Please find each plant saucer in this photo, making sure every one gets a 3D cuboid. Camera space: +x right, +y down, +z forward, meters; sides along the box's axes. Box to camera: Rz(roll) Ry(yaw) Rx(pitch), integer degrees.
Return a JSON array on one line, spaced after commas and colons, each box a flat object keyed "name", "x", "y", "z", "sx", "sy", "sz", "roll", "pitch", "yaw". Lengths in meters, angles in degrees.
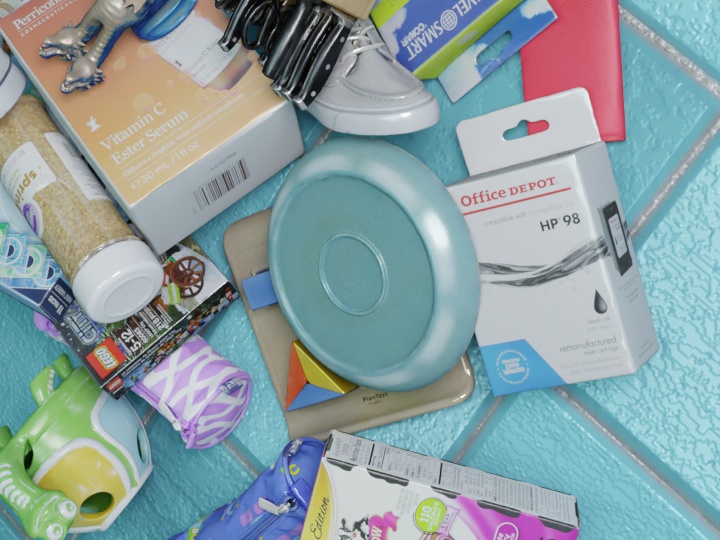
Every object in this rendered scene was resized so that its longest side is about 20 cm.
[{"name": "plant saucer", "x": 0.000, "y": 0.000, "z": 1.005, "sx": 0.200, "sy": 0.027, "sz": 0.201, "roll": 13, "pitch": 112, "yaw": 35}]

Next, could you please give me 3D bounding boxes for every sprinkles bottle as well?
[{"name": "sprinkles bottle", "x": -0.233, "y": -0.051, "z": 1.057, "sx": 0.200, "sy": 0.068, "sz": 0.068, "roll": 51, "pitch": 118, "yaw": 24}]

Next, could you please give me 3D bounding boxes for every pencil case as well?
[{"name": "pencil case", "x": -0.088, "y": 0.217, "z": 1.120, "sx": 0.200, "sy": 0.087, "sz": 0.078, "roll": -41, "pitch": 81, "yaw": 31}, {"name": "pencil case", "x": -0.186, "y": 0.078, "z": 1.162, "sx": 0.200, "sy": 0.085, "sz": 0.084, "roll": 34, "pitch": 139, "yaw": 24}]

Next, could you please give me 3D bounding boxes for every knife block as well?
[{"name": "knife block", "x": -0.014, "y": -0.218, "z": 0.932, "sx": 0.199, "sy": 0.064, "sz": 0.176, "roll": -19, "pitch": 71, "yaw": 32}]

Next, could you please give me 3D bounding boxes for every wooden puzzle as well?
[{"name": "wooden puzzle", "x": -0.019, "y": 0.032, "z": 1.082, "sx": 0.185, "sy": 0.046, "sz": 0.201, "roll": -19, "pitch": 87, "yaw": 31}]

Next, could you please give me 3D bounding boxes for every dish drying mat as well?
[{"name": "dish drying mat", "x": 0.151, "y": -0.192, "z": 0.969, "sx": 0.077, "sy": 0.018, "sz": 0.201, "roll": -2, "pitch": 95, "yaw": 31}]

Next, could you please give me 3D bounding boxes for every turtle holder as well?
[{"name": "turtle holder", "x": -0.252, "y": 0.161, "z": 1.164, "sx": 0.132, "sy": 0.185, "sz": 0.141, "roll": 40, "pitch": 76, "yaw": -5}]

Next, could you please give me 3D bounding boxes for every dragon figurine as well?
[{"name": "dragon figurine", "x": -0.155, "y": -0.211, "z": 0.990, "sx": 0.059, "sy": 0.200, "sz": 0.099, "roll": 48, "pitch": 158, "yaw": -1}]

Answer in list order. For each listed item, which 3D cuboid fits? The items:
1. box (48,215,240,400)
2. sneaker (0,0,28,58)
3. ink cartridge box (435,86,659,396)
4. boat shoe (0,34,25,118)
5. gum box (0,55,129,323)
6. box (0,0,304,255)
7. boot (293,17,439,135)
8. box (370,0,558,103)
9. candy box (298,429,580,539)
[{"name": "box", "x": -0.216, "y": -0.007, "z": 1.140, "sx": 0.136, "sy": 0.038, "sz": 0.200, "roll": -40, "pitch": 64, "yaw": -7}, {"name": "sneaker", "x": -0.306, "y": -0.247, "z": 1.195, "sx": 0.200, "sy": 0.076, "sz": 0.092, "roll": -28, "pitch": 78, "yaw": 29}, {"name": "ink cartridge box", "x": 0.130, "y": -0.020, "z": 0.965, "sx": 0.115, "sy": 0.067, "sz": 0.201, "roll": -13, "pitch": 97, "yaw": 32}, {"name": "boat shoe", "x": -0.326, "y": -0.174, "z": 1.082, "sx": 0.074, "sy": 0.065, "sz": 0.200, "roll": -40, "pitch": 36, "yaw": -2}, {"name": "gum box", "x": -0.273, "y": -0.080, "z": 1.138, "sx": 0.169, "sy": 0.045, "sz": 0.200, "roll": 27, "pitch": 75, "yaw": 20}, {"name": "box", "x": -0.165, "y": -0.144, "z": 1.063, "sx": 0.152, "sy": 0.106, "sz": 0.200, "roll": -36, "pitch": 73, "yaw": -8}, {"name": "boot", "x": -0.014, "y": -0.166, "z": 0.994, "sx": 0.200, "sy": 0.073, "sz": 0.096, "roll": 28, "pitch": 132, "yaw": 51}, {"name": "box", "x": 0.048, "y": -0.238, "z": 0.993, "sx": 0.122, "sy": 0.048, "sz": 0.201, "roll": -36, "pitch": 77, "yaw": 41}, {"name": "candy box", "x": 0.053, "y": 0.217, "z": 1.015, "sx": 0.199, "sy": 0.061, "sz": 0.137, "roll": 15, "pitch": 105, "yaw": 3}]
